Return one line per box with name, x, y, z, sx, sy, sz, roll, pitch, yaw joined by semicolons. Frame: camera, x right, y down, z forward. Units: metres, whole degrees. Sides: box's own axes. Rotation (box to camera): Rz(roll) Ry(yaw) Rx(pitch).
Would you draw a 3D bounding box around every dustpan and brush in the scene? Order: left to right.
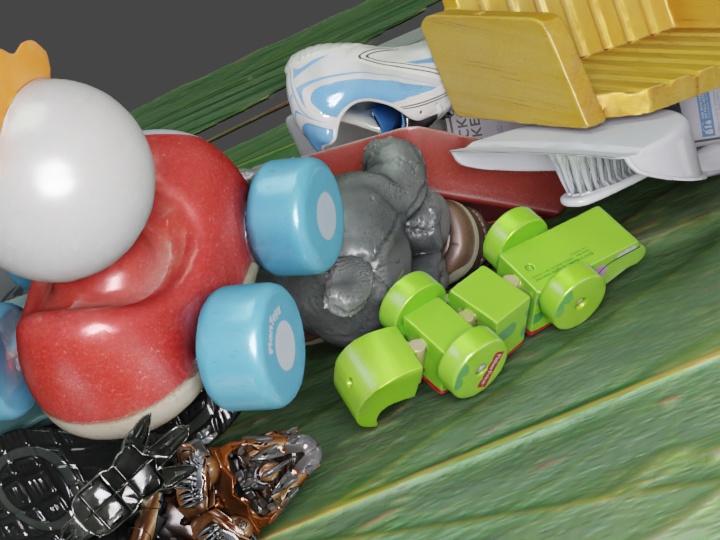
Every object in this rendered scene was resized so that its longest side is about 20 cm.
dustpan and brush;0.169;-0.067;0.985;0.199;0.058;0.139;-21;18;-38

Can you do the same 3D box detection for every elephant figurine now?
elephant figurine;-0.057;-0.009;0.984;0.199;0.155;0.142;5;60;22

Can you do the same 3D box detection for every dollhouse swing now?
dollhouse swing;0.150;-0.203;1.026;0.199;0.177;0.181;-20;18;-30

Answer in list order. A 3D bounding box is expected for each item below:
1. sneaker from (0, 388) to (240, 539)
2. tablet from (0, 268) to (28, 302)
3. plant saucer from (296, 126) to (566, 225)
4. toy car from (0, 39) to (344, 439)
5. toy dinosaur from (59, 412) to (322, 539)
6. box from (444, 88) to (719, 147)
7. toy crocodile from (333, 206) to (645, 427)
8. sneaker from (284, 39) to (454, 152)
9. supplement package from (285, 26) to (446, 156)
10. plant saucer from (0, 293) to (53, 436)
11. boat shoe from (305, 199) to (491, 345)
sneaker;-0.143;0.107;0.963;0.199;0.076;0.091;-27;-7;12
tablet;-0.235;0.034;1.023;0.130;0.014;0.200;-56;-9;6
plant saucer;0.026;-0.047;1.117;0.199;0.037;0.199;-11;-12;41
toy car;-0.132;-0.039;0.802;0.183;0.200;0.177;-3;45;21
toy dinosaur;-0.102;0.137;0.782;0.200;0.102;0.136;-50;6;-18
box;0.166;-0.121;1.162;0.199;0.060;0.117;-7;19;19
toy crocodile;0.074;0.023;0.905;0.200;0.062;0.067;-31;54;-27
sneaker;0.043;-0.120;1.080;0.199;0.073;0.072;-12;-2;-26
supplement package;0.033;-0.117;1.340;0.117;0.117;0.200;-20;16;18
plant saucer;-0.193;0.085;0.989;0.199;0.036;0.200;-23;-29;-13
boat shoe;0.001;0.006;1.085;0.202;0.075;0.075;-13;-8;33
